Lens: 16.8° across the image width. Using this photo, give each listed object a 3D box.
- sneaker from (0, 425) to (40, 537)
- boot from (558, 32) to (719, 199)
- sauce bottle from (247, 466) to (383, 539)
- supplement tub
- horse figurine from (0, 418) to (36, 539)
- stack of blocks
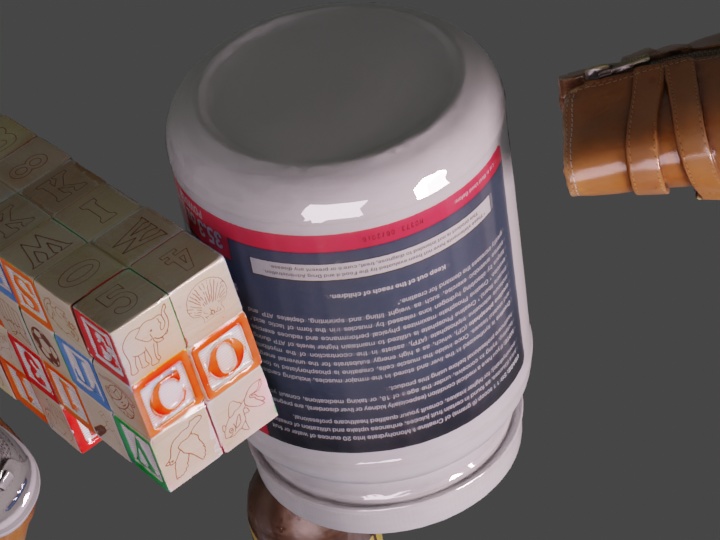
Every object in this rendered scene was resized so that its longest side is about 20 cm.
[{"bbox_3d":[-0.238,0.054,1.131,0.200,0.075,0.082,24,163,-1],"label":"sneaker"},{"bbox_3d":[0.155,-0.050,0.944,0.155,0.200,0.074,-7,103,2],"label":"boot"},{"bbox_3d":[-0.021,0.131,1.206,0.065,0.065,0.200,-4,128,10],"label":"sauce bottle"},{"bbox_3d":[0.000,0.000,1.040,0.140,0.140,0.200,-2,130,8],"label":"supplement tub"},{"bbox_3d":[-0.223,0.130,1.237,0.133,0.050,0.200,38,127,-16],"label":"horse figurine"},{"bbox_3d":[-0.121,0.016,1.040,0.059,0.200,0.115,-35,130,-22],"label":"stack of blocks"}]
